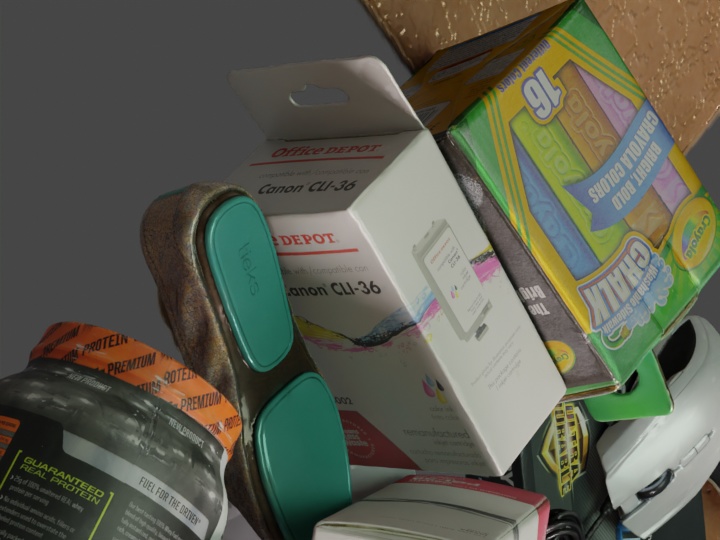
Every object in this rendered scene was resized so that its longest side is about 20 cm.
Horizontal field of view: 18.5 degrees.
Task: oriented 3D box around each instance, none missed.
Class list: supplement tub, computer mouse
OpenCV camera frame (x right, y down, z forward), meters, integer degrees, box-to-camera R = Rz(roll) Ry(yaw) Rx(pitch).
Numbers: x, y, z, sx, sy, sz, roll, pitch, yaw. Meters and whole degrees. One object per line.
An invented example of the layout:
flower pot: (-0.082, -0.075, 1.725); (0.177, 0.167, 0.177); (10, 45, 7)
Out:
supplement tub: (-0.134, 0.130, 0.921); (0.123, 0.122, 0.201); (44, 63, -38)
computer mouse: (0.163, 0.105, 1.215); (0.200, 0.044, 0.110); (-55, 127, -29)

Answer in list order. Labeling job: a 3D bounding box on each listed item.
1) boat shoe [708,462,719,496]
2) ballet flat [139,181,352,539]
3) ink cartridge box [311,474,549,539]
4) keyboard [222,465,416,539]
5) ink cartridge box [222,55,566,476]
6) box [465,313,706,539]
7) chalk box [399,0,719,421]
boat shoe: (0.245, 0.115, 1.356); (0.075, 0.062, 0.200); (-50, 124, -29)
ballet flat: (-0.055, 0.049, 1.035); (0.068, 0.067, 0.201); (-31, 116, -43)
ink cartridge box: (0.029, 0.181, 1.051); (0.200, 0.082, 0.147); (-1, 100, -77)
keyboard: (-0.042, 0.120, 1.098); (0.200, 0.011, 0.057); (-25, 115, -42)
ink cartridge box: (0.000, 0.000, 1.050); (0.068, 0.116, 0.200); (-47, 119, -34)
box: (0.129, 0.135, 1.247); (0.159, 0.046, 0.201); (-16, 104, -44)
chalk box: (0.094, -0.012, 1.114); (0.124, 0.124, 0.200); (-46, 109, -34)
